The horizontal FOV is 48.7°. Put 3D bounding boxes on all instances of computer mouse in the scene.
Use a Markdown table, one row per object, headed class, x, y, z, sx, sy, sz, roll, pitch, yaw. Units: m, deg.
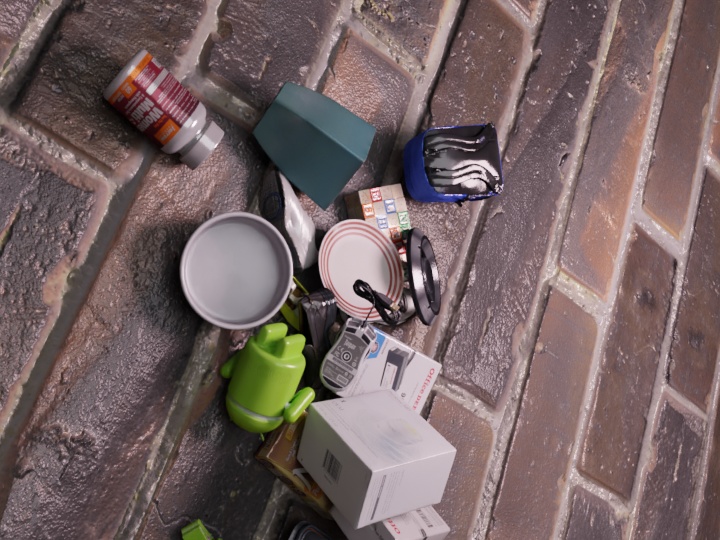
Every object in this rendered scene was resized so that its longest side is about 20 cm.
| class | x | y | z | sx | sy | sz | roll | pitch | yaw |
| --- | --- | --- | --- | --- | --- | --- | --- | --- | --- |
| computer mouse | -0.011 | 0.128 | 1.474 | 0.108 | 0.044 | 0.203 | 31 | 86 | 2 |

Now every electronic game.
| class | x | y | z | sx | sy | sz | roll | pitch | yaw |
| --- | --- | --- | --- | --- | --- | --- | --- | --- | --- |
| electronic game | 0.128 | 0.013 | 1.646 | 0.200 | 0.041 | 0.205 | -10 | 90 | -73 |

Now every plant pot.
| class | x | y | z | sx | sy | sz | roll | pitch | yaw |
| --- | --- | --- | --- | --- | --- | --- | --- | --- | --- |
| plant pot | -0.096 | -0.252 | 1.522 | 0.198 | 0.142 | 0.142 | 35 | 34 | -12 |

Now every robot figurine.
| class | x | y | z | sx | sy | sz | roll | pitch | yaw |
| --- | --- | --- | --- | --- | --- | --- | --- | --- | --- |
| robot figurine | -0.169 | 0.196 | 1.405 | 0.115 | 0.173 | 0.204 | -7 | 122 | -65 |

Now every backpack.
| class | x | y | z | sx | sy | sz | roll | pitch | yaw |
| --- | --- | --- | --- | --- | --- | --- | --- | --- | --- |
| backpack | 0.185 | -0.217 | 1.709 | 0.196 | 0.167 | 0.167 | -7 | 83 | -30 |

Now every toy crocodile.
| class | x | y | z | sx | sy | sz | roll | pitch | yaw |
| --- | --- | --- | --- | --- | --- | --- | --- | --- | --- |
| toy crocodile | -0.240 | 0.515 | 1.365 | 0.067 | 0.062 | 0.202 | -33 | 98 | 3 |

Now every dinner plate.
| class | x | y | z | sx | sy | sz | roll | pitch | yaw |
| --- | --- | --- | --- | --- | --- | --- | --- | --- | --- |
| dinner plate | 0.000 | 0.000 | 1.554 | 0.196 | 0.024 | 0.205 | 12 | 66 | -29 |

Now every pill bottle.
| class | x | y | z | sx | sy | sz | roll | pitch | yaw |
| --- | --- | --- | --- | --- | --- | --- | --- | --- | --- |
| pill bottle | -0.341 | -0.277 | 1.393 | 0.200 | 0.109 | 0.111 | 43 | 62 | -21 |

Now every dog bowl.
| class | x | y | z | sx | sy | sz | roll | pitch | yaw |
| --- | --- | --- | --- | --- | --- | --- | --- | --- | --- |
| dog bowl | -0.221 | 0.001 | 1.409 | 0.195 | 0.079 | 0.206 | 0 | 89 | -14 |

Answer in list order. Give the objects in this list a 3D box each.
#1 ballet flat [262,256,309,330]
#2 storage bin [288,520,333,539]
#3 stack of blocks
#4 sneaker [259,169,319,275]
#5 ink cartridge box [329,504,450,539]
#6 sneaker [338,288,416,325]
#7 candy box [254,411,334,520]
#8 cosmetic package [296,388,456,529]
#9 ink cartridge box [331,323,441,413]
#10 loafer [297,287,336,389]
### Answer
| class | x | y | z | sx | sy | sz | roll | pitch | yaw |
| --- | --- | --- | --- | --- | --- | --- | --- | --- | --- |
| ballet flat | -0.130 | 0.047 | 1.510 | 0.201 | 0.066 | 0.067 | 50 | 59 | -18 |
| storage bin | -0.068 | 0.577 | 1.410 | 0.146 | 0.132 | 0.203 | 48 | 59 | -39 |
| stack of blocks | 0.048 | -0.069 | 1.656 | 0.113 | 0.058 | 0.205 | -13 | 89 | -35 |
| sneaker | -0.135 | -0.096 | 1.540 | 0.086 | 0.073 | 0.205 | -22 | 100 | -48 |
| ink cartridge box | 0.055 | 0.465 | 1.478 | 0.085 | 0.146 | 0.198 | -53 | 147 | 15 |
| sneaker | 0.054 | 0.075 | 1.625 | 0.197 | 0.079 | 0.076 | -7 | 84 | -36 |
| candy box | -0.091 | 0.361 | 1.492 | 0.200 | 0.055 | 0.116 | 47 | 59 | -20 |
| cosmetic package | 0.027 | 0.324 | 1.411 | 0.197 | 0.199 | 0.126 | -2 | 117 | -39 |
| ink cartridge box | 0.043 | 0.203 | 1.571 | 0.198 | 0.084 | 0.147 | 29 | 87 | -28 |
| loafer | -0.095 | 0.132 | 1.490 | 0.071 | 0.072 | 0.205 | -10 | 112 | -37 |
